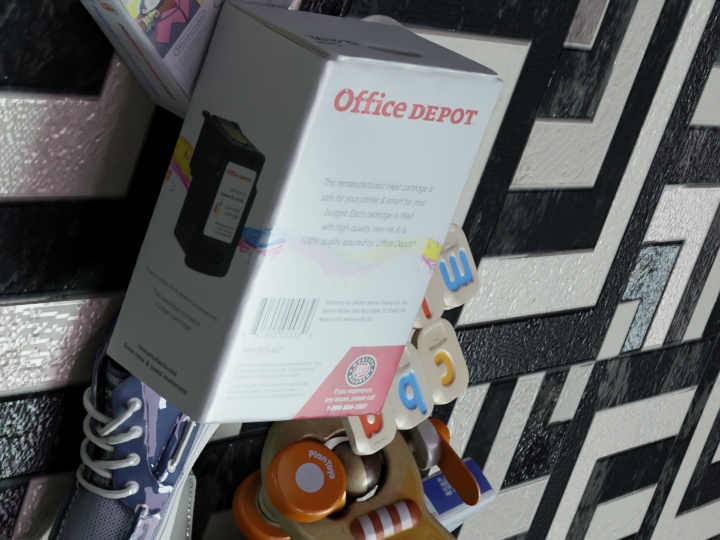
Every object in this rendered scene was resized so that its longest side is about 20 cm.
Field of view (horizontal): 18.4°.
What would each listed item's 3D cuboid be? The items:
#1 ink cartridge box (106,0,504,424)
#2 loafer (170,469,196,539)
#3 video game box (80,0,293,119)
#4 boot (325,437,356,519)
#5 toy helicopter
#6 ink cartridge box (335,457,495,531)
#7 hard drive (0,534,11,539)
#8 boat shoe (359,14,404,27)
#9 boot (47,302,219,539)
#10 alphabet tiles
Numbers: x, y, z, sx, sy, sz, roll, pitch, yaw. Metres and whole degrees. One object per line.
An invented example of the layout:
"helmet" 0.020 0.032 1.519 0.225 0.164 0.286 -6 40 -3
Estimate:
"ink cartridge box" -0.027 -0.029 1.156 0.145 0.083 0.201 2 114 -49
"loafer" -0.124 0.202 1.335 0.070 0.070 0.201 -29 139 -51
"video game box" -0.065 -0.195 1.096 0.201 0.047 0.182 -58 158 -13
"boot" -0.036 0.101 1.433 0.186 0.064 0.201 -21 136 -54
"toy helicopter" 0.030 0.148 1.346 0.132 0.200 0.079 -50 -176 -30
"ink cartridge box" -0.025 0.216 1.541 0.200 0.043 0.196 -41 168 30
"hard drive" -0.240 0.255 1.210 0.132 0.026 0.201 -33 142 -49
"boat shoe" -0.034 -0.083 1.235 0.200 0.071 0.070 -49 153 -28
"boot" -0.134 0.096 1.228 0.201 0.072 0.090 -65 150 -18
"alphabet tiles" 0.000 0.000 1.329 0.200 0.015 0.197 -29 103 -49
